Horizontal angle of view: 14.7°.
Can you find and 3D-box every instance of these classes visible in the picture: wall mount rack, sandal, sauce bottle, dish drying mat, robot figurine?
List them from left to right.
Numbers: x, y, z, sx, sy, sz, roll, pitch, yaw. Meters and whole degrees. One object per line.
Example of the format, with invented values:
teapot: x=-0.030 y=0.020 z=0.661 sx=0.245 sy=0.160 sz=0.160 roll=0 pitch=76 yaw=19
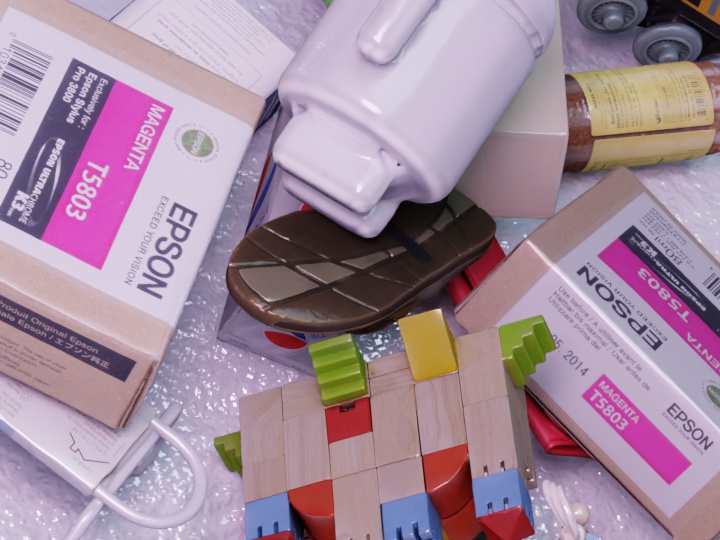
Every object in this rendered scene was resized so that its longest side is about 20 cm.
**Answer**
wall mount rack: x=-0.189 y=0.101 z=1.482 sx=0.200 sy=0.075 sz=0.174 roll=37 pitch=49 yaw=3
sandal: x=0.000 y=0.000 z=1.564 sx=0.082 sy=0.055 sz=0.200 roll=41 pitch=36 yaw=17
robot figurine: x=0.032 y=-0.118 z=1.533 sx=0.113 sy=0.170 sz=0.200 roll=32 pitch=76 yaw=12
dish drying mat: x=0.086 y=0.027 z=1.658 sx=0.077 sy=0.018 sz=0.200 roll=11 pitch=42 yaw=-52
sauce bottle: x=0.136 y=-0.094 z=1.752 sx=0.199 sy=0.066 sz=0.066 roll=-5 pitch=62 yaw=-22

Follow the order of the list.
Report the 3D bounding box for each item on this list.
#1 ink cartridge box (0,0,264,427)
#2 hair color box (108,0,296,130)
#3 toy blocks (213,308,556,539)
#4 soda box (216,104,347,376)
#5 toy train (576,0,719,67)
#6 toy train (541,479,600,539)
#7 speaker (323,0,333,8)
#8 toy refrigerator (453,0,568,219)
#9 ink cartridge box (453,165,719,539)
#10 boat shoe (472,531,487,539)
ink cartridge box: x=-0.159 y=-0.041 z=1.490 sx=0.164 sy=0.075 sz=0.200 roll=25 pitch=49 yaw=-7
hair color box: x=-0.133 y=-0.086 z=1.630 sx=0.100 sy=0.061 sz=0.200 roll=41 pitch=52 yaw=5
toy blocks: x=0.016 y=0.114 z=1.487 sx=0.199 sy=0.100 sz=0.137 roll=-16 pitch=45 yaw=11
soda box: x=-0.025 y=-0.041 z=1.648 sx=0.068 sy=0.063 sz=0.201 roll=22 pitch=53 yaw=-12
toy train: x=0.220 y=-0.183 z=1.796 sx=0.200 sy=0.114 sz=0.086 roll=27 pitch=49 yaw=-33
toy train: x=0.120 y=0.188 z=1.511 sx=0.055 sy=0.200 sz=0.151 roll=-28 pitch=70 yaw=5
speaker: x=0.008 y=-0.189 z=1.690 sx=0.088 sy=0.089 sz=0.200 roll=10 pitch=22 yaw=-18
toy refrigerator: x=0.083 y=-0.131 z=1.686 sx=0.070 sy=0.076 sz=0.201 roll=3 pitch=50 yaw=-3
ink cartridge box: x=0.173 y=0.049 z=1.636 sx=0.200 sy=0.075 sz=0.165 roll=46 pitch=29 yaw=5
boat shoe: x=0.062 y=0.120 z=1.582 sx=0.072 sy=0.060 sz=0.202 roll=20 pitch=50 yaw=-12
